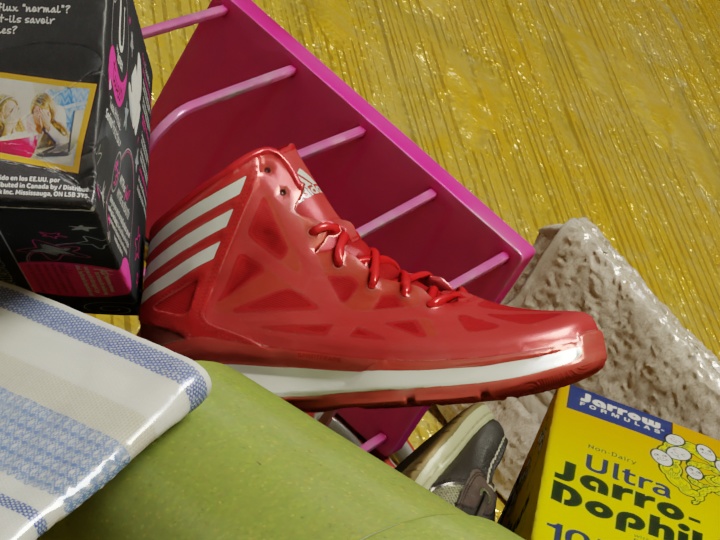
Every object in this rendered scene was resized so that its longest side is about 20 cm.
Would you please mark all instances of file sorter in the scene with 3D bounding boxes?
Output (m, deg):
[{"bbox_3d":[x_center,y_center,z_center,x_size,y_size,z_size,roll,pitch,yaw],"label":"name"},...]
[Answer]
[{"bbox_3d":[-0.053,-0.008,1.186,0.200,0.139,0.125,42,33,14],"label":"file sorter"}]

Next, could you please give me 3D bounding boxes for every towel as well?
[{"bbox_3d":[-0.165,0.069,0.911,0.147,0.024,0.200,19,40,28],"label":"towel"},{"bbox_3d":[0.129,0.081,1.289,0.200,0.133,0.034,48,23,24],"label":"towel"}]

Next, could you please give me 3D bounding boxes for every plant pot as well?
[{"bbox_3d":[-0.033,0.134,0.957,0.200,0.200,0.190,6,26,-48],"label":"plant pot"}]

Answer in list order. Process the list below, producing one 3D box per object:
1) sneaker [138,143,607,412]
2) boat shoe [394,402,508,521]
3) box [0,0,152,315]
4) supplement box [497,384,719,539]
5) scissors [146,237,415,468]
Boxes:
[{"bbox_3d":[0.000,0.000,1.056,0.200,0.116,0.078,-4,-4,7],"label":"sneaker"},{"bbox_3d":[0.029,0.127,1.163,0.065,0.073,0.200,44,33,0],"label":"boat shoe"},{"bbox_3d":[-0.156,-0.058,1.021,0.132,0.115,0.200,2,-13,1],"label":"box"},{"bbox_3d":[0.113,0.155,1.143,0.109,0.110,0.200,21,26,-1],"label":"supplement box"},{"bbox_3d":[-0.045,0.040,1.276,0.200,0.014,0.073,47,30,24],"label":"scissors"}]
